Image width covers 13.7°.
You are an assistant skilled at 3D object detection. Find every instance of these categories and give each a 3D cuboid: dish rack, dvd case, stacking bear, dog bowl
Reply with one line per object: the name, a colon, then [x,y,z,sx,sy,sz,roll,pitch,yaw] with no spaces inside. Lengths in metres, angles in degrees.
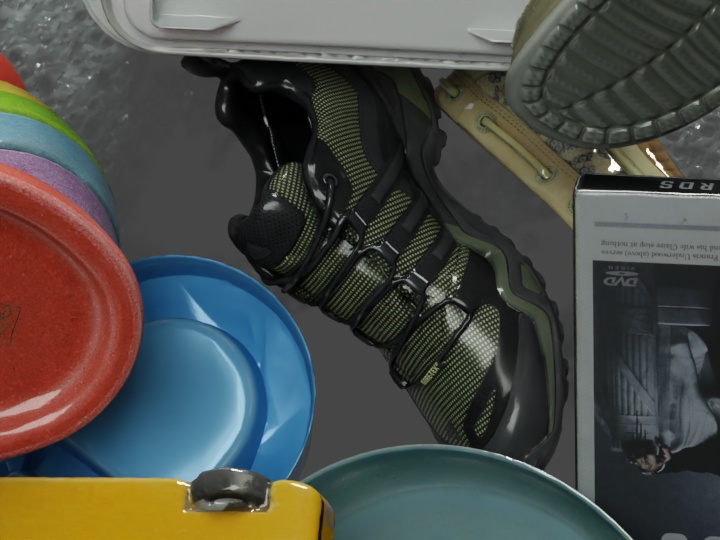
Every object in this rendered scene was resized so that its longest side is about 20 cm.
dish rack: [0.000,-0.144,1.051,0.200,0.044,0.172,2,118,-3]
dvd case: [0.149,0.066,1.043,0.150,0.025,0.200,2,110,12]
stacking bear: [-0.151,-0.026,1.113,0.114,0.200,0.122,12,115,-22]
dog bowl: [-0.094,0.089,1.129,0.111,0.050,0.200,36,84,18]

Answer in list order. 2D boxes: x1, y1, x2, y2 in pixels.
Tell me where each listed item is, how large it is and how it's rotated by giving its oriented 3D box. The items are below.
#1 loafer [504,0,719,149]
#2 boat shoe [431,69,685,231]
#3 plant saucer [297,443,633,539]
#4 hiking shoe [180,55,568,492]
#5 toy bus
loafer: [0.125,-0.124,1.030,0.200,0.075,0.070,-45,30,17]
boat shoe: [0.099,-0.011,1.113,0.063,0.073,0.200,-35,60,6]
plant saucer: [0.032,0.161,1.066,0.200,0.027,0.200,1,92,22]
hiking shoe: [0.000,0.000,1.103,0.101,0.076,0.200,-7,57,-36]
toy bus: [-0.106,0.112,1.050,0.200,0.078,0.065,-1,65,14]
